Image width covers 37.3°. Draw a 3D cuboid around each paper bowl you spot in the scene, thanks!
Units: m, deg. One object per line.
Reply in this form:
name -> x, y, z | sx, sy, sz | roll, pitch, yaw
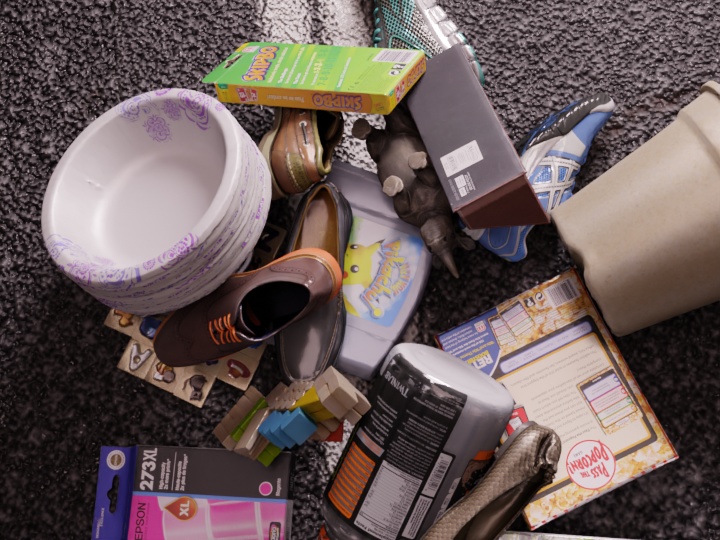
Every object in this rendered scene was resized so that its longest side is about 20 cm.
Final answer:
paper bowl -> -0.175, -0.055, 0.957 | 0.200, 0.104, 0.201 | -11, 60, 19

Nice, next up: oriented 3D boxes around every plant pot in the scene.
plant pot -> 0.282, -0.039, 0.970 | 0.183, 0.200, 0.201 | -28, 74, 10

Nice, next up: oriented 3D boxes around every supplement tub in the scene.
supplement tub -> 0.043, 0.176, 0.948 | 0.122, 0.122, 0.201 | 27, 101, 12

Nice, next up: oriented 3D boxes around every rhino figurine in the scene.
rhino figurine -> 0.054, -0.076, 1.010 | 0.060, 0.087, 0.200 | -30, 61, 9

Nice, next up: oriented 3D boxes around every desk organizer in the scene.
desk organizer -> 0.103, -0.115, 0.995 | 0.072, 0.077, 0.200 | -28, 46, 11

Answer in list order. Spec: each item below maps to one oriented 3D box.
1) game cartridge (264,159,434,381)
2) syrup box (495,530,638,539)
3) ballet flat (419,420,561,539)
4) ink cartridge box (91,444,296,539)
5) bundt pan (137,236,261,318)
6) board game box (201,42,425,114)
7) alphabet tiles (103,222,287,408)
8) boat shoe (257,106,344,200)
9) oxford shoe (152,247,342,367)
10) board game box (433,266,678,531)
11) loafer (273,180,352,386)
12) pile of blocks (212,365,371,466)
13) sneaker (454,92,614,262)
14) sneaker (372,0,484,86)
game cartridge -> 0.000, 0.000, 1.059 | 0.133, 0.040, 0.201 | 20, 79, 5
syrup box -> 0.217, 0.276, 0.941 | 0.199, 0.081, 0.079 | 2, 75, 7
ballet flat -> 0.105, 0.215, 0.904 | 0.200, 0.067, 0.046 | -49, 48, -9
ink cartridge box -> -0.163, 0.218, 1.026 | 0.199, 0.037, 0.095 | 1, 76, 9
bundt pan -> -0.187, -0.043, 1.065 | 0.201, 0.076, 0.203 | -2, 75, 6
board game box -> -0.047, -0.188, 1.027 | 0.199, 0.030, 0.096 | 10, 39, 23
alphabet tiles -> -0.161, 0.029, 1.087 | 0.166, 0.006, 0.201 | 23, 79, 11
boat shoe -> -0.047, -0.142, 1.048 | 0.068, 0.072, 0.200 | -13, 41, 20
oxford shoe -> -0.114, 0.040, 0.954 | 0.200, 0.073, 0.071 | -28, 98, 22
board game box -> 0.180, 0.120, 1.003 | 0.151, 0.046, 0.201 | -26, 74, 0
loafer -> -0.048, 0.013, 1.004 | 0.072, 0.072, 0.201 | 2, 77, 3
pile of blocks -> -0.059, 0.144, 0.959 | 0.062, 0.200, 0.082 | 43, 57, -18
sneaker -> 0.183, -0.094, 1.054 | 0.077, 0.076, 0.200 | 45, 85, -7
sneaker -> 0.041, -0.248, 1.102 | 0.091, 0.078, 0.200 | -34, 73, 1
